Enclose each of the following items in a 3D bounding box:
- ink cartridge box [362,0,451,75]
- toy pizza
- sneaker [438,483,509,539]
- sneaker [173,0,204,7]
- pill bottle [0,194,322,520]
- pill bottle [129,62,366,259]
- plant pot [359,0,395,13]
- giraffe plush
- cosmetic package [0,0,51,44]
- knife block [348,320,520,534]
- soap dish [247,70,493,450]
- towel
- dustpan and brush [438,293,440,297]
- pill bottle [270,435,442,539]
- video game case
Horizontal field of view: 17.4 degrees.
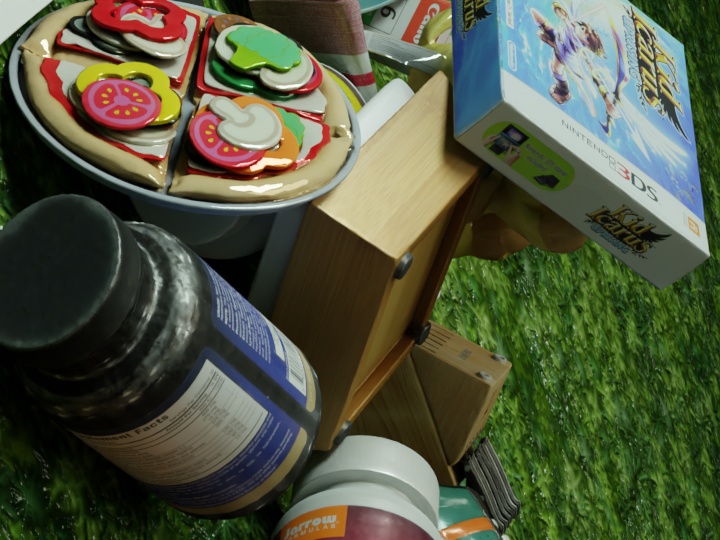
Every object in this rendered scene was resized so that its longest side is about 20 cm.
[{"bbox_3d":[0.052,-0.167,1.713,0.051,0.199,0.109,-63,152,-2],"label":"ink cartridge box"},{"bbox_3d":[-0.094,-0.101,1.297,0.201,0.199,0.032,-76,-176,-55],"label":"toy pizza"},{"bbox_3d":[0.072,0.185,1.517,0.200,0.071,0.080,39,46,-4],"label":"sneaker"},{"bbox_3d":[-0.135,-0.226,1.411,0.073,0.081,0.201,-82,149,-54],"label":"sneaker"},{"bbox_3d":[-0.109,0.044,1.215,0.200,0.111,0.112,46,33,-51],"label":"pill bottle"},{"bbox_3d":[-0.067,-0.068,1.420,0.110,0.109,0.200,71,20,-3],"label":"pill bottle"},{"bbox_3d":[-0.028,-0.296,1.641,0.200,0.200,0.135,54,-3,-42],"label":"plant pot"},{"bbox_3d":[0.074,-0.062,1.585,0.173,0.199,0.163,-50,165,-37],"label":"giraffe plush"},{"bbox_3d":[-0.196,-0.178,1.256,0.200,0.050,0.083,-60,131,-64],"label":"cosmetic package"},{"bbox_3d":[0.021,0.121,1.593,0.199,0.176,0.064,28,17,9],"label":"knife block"},{"bbox_3d":[0.000,0.000,1.399,0.157,0.081,0.201,-48,163,-45],"label":"soap dish"},{"bbox_3d":[-0.011,-0.088,1.565,0.144,0.023,0.201,16,-55,63],"label":"towel"},{"bbox_3d":[0.017,-0.032,1.686,0.201,0.057,0.140,60,23,-28],"label":"dustpan and brush"},{"bbox_3d":[-0.005,0.197,1.367,0.110,0.109,0.201,58,24,-35],"label":"pill bottle"},{"bbox_3d":[0.133,-0.112,1.447,0.181,0.045,0.201,35,37,-29],"label":"video game case"}]
